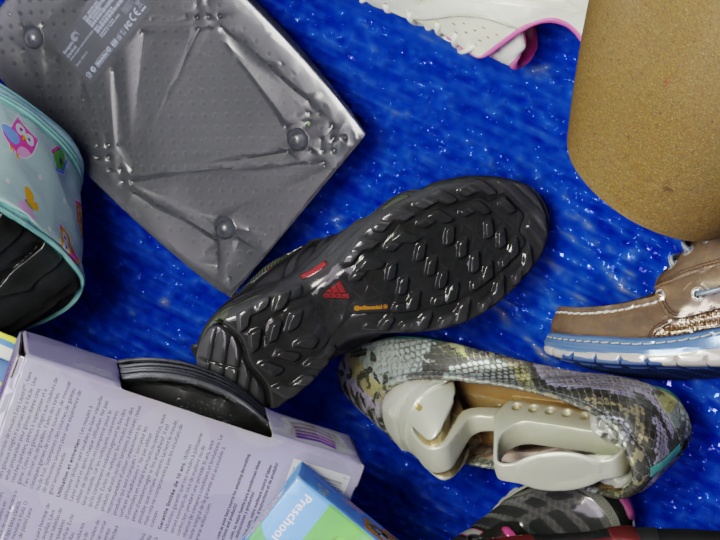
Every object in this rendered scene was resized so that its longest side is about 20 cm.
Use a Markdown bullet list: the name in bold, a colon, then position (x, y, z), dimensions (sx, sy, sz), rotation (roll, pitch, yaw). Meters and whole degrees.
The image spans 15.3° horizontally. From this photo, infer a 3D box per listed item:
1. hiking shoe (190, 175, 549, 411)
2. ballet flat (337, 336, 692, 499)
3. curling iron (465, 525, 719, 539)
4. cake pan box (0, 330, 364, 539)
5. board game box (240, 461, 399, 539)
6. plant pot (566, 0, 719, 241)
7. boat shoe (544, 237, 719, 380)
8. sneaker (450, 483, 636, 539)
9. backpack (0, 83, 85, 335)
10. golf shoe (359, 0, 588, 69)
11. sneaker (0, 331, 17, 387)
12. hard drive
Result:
- **hiking shoe**: position (0.000, 0.000, 1.393), dimensions (0.199, 0.101, 0.076), rotation (-24, 107, -6)
- **ballet flat**: position (0.068, 0.078, 1.375), dimensions (0.199, 0.072, 0.073), rotation (8, 103, 26)
- **curling iron**: position (0.140, 0.148, 1.356), dimensions (0.198, 0.050, 0.026), rotation (-1, 125, -11)
- **cake pan box**: position (-0.114, 0.144, 1.335), dimensions (0.183, 0.052, 0.201), rotation (17, 102, -14)
- **board game box**: position (0.002, 0.215, 1.306), dimensions (0.200, 0.037, 0.152), rotation (38, 98, -4)
- **plant pot**: position (0.180, -0.120, 1.266), dimensions (0.186, 0.186, 0.201), rotation (36, 123, 10)
- **boat shoe**: position (0.187, 0.015, 1.339), dimensions (0.199, 0.072, 0.073), rotation (-3, 82, 24)
- **sneaker**: position (0.056, 0.173, 1.401), dimensions (0.199, 0.087, 0.074), rotation (-32, 88, 20)
- **backpack**: position (-0.243, -0.032, 1.414), dimensions (0.199, 0.176, 0.154), rotation (-16, 54, 32)
- **golf shoe**: position (0.044, -0.144, 1.355), dimensions (0.198, 0.075, 0.092), rotation (-2, 103, 22)
- **sneaker**: position (-0.245, 0.094, 1.408), dimensions (0.199, 0.074, 0.083), rotation (-27, 52, 42)
- **hard drive**: position (-0.098, -0.099, 1.430), dimensions (0.200, 0.042, 0.135), rotation (44, 112, 8)
